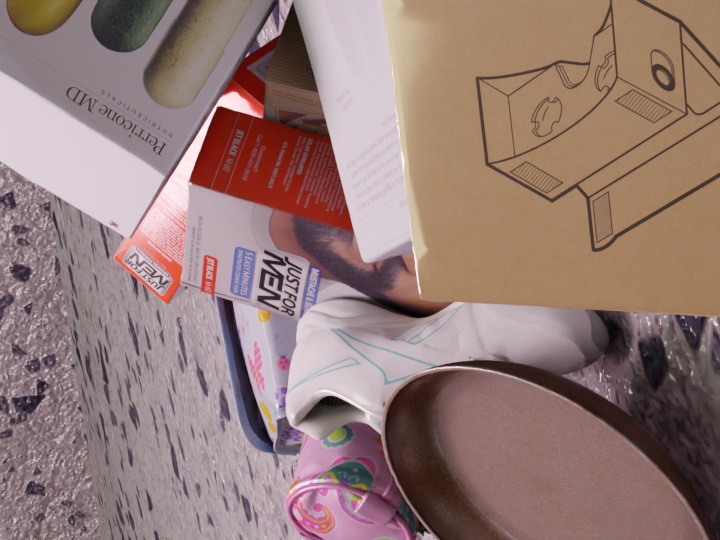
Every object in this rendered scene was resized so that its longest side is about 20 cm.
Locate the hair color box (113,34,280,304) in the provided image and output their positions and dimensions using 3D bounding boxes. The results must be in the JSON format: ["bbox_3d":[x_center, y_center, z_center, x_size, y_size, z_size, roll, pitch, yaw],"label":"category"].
[{"bbox_3d":[-0.103,-0.077,1.409,0.061,0.102,0.200,40,127,5],"label":"hair color box"}]

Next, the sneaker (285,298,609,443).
[{"bbox_3d":[0.045,0.058,1.032,0.071,0.199,0.081,52,-138,-38],"label":"sneaker"}]

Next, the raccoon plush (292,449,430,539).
[{"bbox_3d":[0.010,0.165,1.297,0.200,0.133,0.097,113,141,-65],"label":"raccoon plush"}]

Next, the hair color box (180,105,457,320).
[{"bbox_3d":[0.000,-0.014,1.077,0.111,0.199,0.064,102,-176,-56],"label":"hair color box"}]

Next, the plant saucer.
[{"bbox_3d":[0.102,0.116,0.969,0.199,0.032,0.201,25,143,20],"label":"plant saucer"}]

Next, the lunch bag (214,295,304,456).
[{"bbox_3d":[-0.042,0.048,1.416,0.200,0.126,0.171,107,150,-75],"label":"lunch bag"}]

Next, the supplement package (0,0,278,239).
[{"bbox_3d":[-0.137,-0.154,1.072,0.201,0.151,0.151,-61,7,-18],"label":"supplement package"}]

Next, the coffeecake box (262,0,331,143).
[{"bbox_3d":[-0.013,-0.101,1.155,0.200,0.073,0.154,100,-175,-55],"label":"coffeecake box"}]

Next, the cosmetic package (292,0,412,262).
[{"bbox_3d":[0.053,-0.125,0.934,0.199,0.122,0.201,153,104,-74],"label":"cosmetic package"}]

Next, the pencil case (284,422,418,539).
[{"bbox_3d":[0.020,0.078,1.132,0.088,0.087,0.201,98,-168,-52],"label":"pencil case"}]

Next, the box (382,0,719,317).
[{"bbox_3d":[0.105,-0.062,0.759,0.199,0.021,0.164,3,111,31],"label":"box"}]
